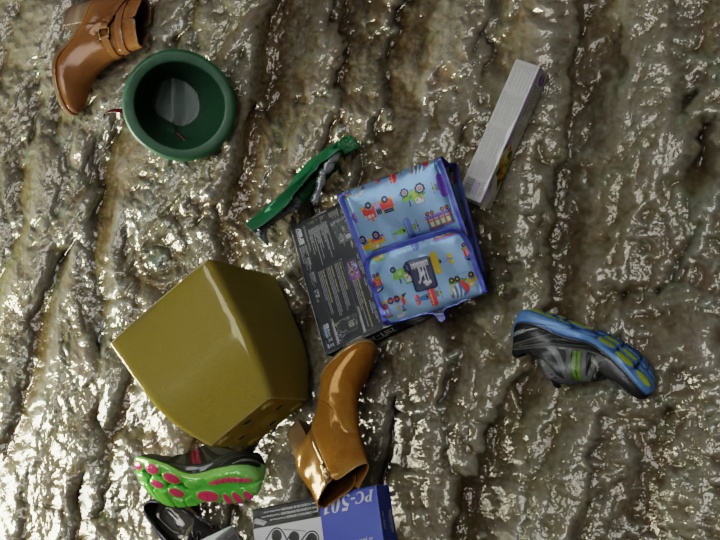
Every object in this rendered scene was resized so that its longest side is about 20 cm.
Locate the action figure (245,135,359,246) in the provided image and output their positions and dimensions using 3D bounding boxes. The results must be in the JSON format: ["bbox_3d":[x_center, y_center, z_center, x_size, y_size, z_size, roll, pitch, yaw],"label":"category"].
[{"bbox_3d":[-0.078,-0.119,1.736,0.055,0.118,0.200,44,89,-7],"label":"action figure"}]

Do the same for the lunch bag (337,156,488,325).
[{"bbox_3d":[0.078,-0.028,1.593,0.150,0.094,0.201,-19,83,17],"label":"lunch bag"}]

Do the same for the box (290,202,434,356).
[{"bbox_3d":[0.000,0.000,1.686,0.160,0.043,0.201,-26,67,21],"label":"box"}]

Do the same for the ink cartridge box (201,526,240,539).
[{"bbox_3d":[-0.215,0.461,1.673,0.199,0.047,0.161,-30,90,33],"label":"ink cartridge box"}]

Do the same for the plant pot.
[{"bbox_3d":[-0.186,0.133,1.680,0.195,0.194,0.201,-38,69,16],"label":"plant pot"}]

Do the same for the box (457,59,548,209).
[{"bbox_3d":[0.192,-0.182,1.625,0.041,0.039,0.201,23,90,30],"label":"box"}]

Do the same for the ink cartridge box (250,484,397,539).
[{"bbox_3d":[-0.050,0.353,1.633,0.199,0.044,0.095,-15,73,25],"label":"ink cartridge box"}]

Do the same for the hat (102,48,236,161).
[{"bbox_3d":[-0.294,-0.265,1.924,0.199,0.176,0.166,30,92,-7],"label":"hat"}]

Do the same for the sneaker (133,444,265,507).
[{"bbox_3d":[-0.227,0.287,1.722,0.199,0.084,0.077,2,116,14],"label":"sneaker"}]

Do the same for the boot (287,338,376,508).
[{"bbox_3d":[-0.016,0.206,1.612,0.202,0.071,0.144,-55,40,16],"label":"boot"}]

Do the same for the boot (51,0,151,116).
[{"bbox_3d":[-0.419,-0.355,1.989,0.154,0.077,0.201,-1,71,24],"label":"boot"}]

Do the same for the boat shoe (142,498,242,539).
[{"bbox_3d":[-0.233,0.384,1.713,0.199,0.065,0.072,31,93,30],"label":"boat shoe"}]

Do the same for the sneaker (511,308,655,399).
[{"bbox_3d":[0.275,0.113,1.503,0.199,0.071,0.083,24,104,32],"label":"sneaker"}]
